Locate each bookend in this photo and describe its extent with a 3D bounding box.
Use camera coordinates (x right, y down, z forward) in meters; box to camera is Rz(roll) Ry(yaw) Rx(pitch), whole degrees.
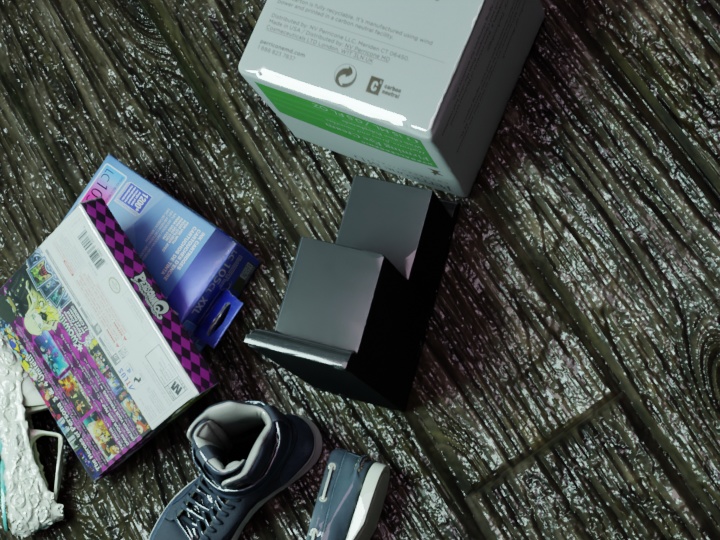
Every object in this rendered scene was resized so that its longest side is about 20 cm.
[{"bbox_3d":[0.000,0.000,1.253,0.091,0.200,0.201,12,80,19],"label":"bookend"}]

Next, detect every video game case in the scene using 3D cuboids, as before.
[{"bbox_3d":[-0.239,0.065,1.324,0.181,0.036,0.201,-39,81,36],"label":"video game case"}]

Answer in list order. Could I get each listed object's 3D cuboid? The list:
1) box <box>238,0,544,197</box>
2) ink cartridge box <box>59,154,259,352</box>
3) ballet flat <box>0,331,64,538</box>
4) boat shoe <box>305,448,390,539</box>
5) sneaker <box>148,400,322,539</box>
[{"bbox_3d":[0.032,-0.207,1.315,0.197,0.171,0.202,21,82,20],"label":"box"},{"bbox_3d":[-0.191,0.004,1.377,0.199,0.076,0.137,33,86,20],"label":"ink cartridge box"},{"bbox_3d":[-0.315,0.150,1.383,0.071,0.072,0.203,-13,78,12],"label":"ballet flat"},{"bbox_3d":[-0.036,0.252,1.262,0.061,0.075,0.202,17,79,18],"label":"boat shoe"},{"bbox_3d":[-0.135,0.192,1.271,0.202,0.146,0.077,-45,70,2],"label":"sneaker"}]
